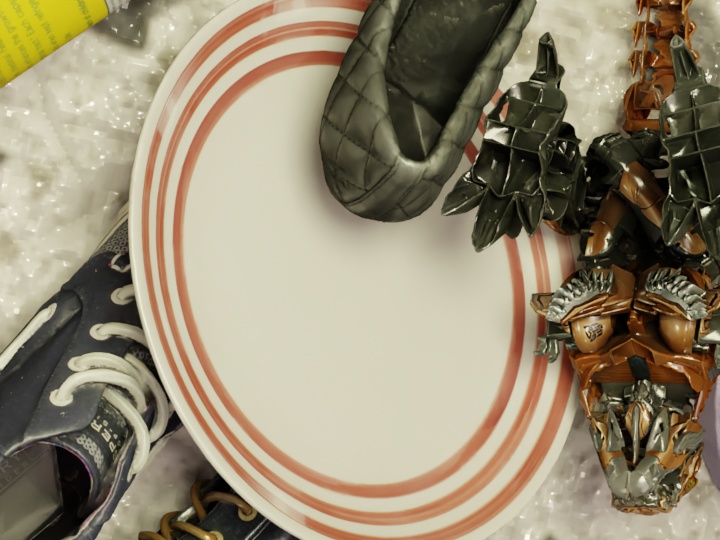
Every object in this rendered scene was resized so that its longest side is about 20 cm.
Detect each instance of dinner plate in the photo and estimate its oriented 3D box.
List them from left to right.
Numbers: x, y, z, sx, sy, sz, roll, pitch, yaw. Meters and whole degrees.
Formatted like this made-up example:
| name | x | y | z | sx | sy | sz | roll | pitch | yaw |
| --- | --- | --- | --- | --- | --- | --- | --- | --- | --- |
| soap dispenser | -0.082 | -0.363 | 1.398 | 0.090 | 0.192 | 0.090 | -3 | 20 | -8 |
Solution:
| name | x | y | z | sx | sy | sz | roll | pitch | yaw |
| --- | --- | --- | --- | --- | --- | --- | --- | --- | --- |
| dinner plate | 0.000 | 0.000 | 0.796 | 0.199 | 0.024 | 0.202 | 10 | 73 | -37 |

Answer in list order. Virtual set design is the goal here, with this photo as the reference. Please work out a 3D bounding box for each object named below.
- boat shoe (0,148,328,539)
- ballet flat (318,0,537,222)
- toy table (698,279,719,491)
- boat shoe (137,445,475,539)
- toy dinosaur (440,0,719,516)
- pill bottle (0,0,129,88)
| name | x | y | z | sx | sy | sz | roll | pitch | yaw |
| --- | --- | --- | --- | --- | --- | --- | --- | --- | --- |
| boat shoe | -0.077 | 0.037 | 0.782 | 0.075 | 0.093 | 0.200 | 44 | 86 | -18 |
| ballet flat | 0.041 | -0.106 | 0.788 | 0.066 | 0.057 | 0.201 | 26 | 71 | -21 |
| toy table | 0.212 | 0.017 | 0.847 | 0.183 | 0.117 | 0.201 | 18 | 96 | -17 |
| boat shoe | -0.052 | 0.101 | 0.819 | 0.199 | 0.071 | 0.092 | -1 | 97 | -20 |
| toy dinosaur | 0.094 | -0.021 | 0.819 | 0.102 | 0.136 | 0.201 | -20 | 70 | 14 |
| pill bottle | -0.144 | -0.099 | 0.733 | 0.200 | 0.104 | 0.105 | -36 | 107 | -7 |
